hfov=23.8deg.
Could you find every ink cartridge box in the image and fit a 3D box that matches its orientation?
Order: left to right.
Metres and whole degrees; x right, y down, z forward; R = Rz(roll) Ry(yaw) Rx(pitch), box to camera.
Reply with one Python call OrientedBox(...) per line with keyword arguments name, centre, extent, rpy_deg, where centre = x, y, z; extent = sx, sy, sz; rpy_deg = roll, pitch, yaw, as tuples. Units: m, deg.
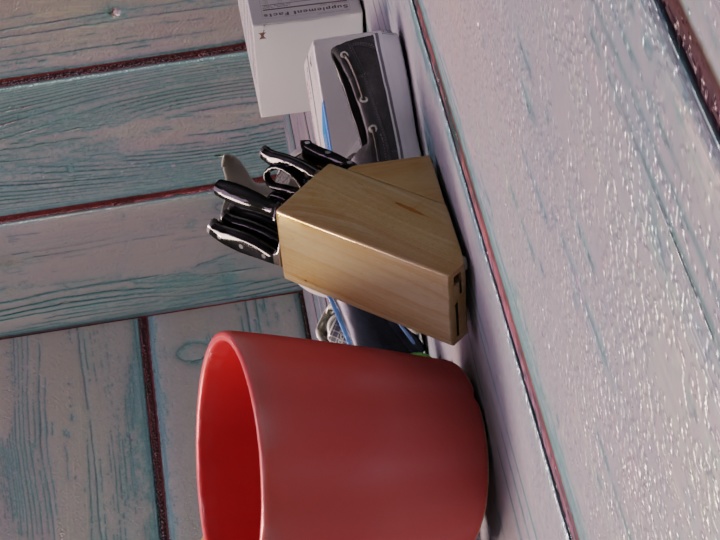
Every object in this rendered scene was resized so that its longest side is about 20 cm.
OrientedBox(name="ink cartridge box", centre=(-0.008, -0.141, 1.524), extent=(0.200, 0.066, 0.117), rpy_deg=(180, 80, -86))

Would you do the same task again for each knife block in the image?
OrientedBox(name="knife block", centre=(-0.022, -0.020, 1.233), extent=(0.201, 0.174, 0.064), rpy_deg=(-104, 6, -52))

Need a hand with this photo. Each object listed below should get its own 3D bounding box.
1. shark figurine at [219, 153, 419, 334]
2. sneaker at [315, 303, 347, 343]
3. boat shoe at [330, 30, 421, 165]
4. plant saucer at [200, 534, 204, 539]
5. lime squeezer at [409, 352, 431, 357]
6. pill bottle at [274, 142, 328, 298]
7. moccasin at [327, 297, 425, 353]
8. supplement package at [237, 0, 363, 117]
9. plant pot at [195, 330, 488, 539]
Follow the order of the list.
OrientedBox(name="shark figurine", centre=(-0.013, -0.051, 1.437), extent=(0.090, 0.214, 0.128), rpy_deg=(-58, 1, 40))
OrientedBox(name="sneaker", centre=(-0.005, 0.056, 1.661), extent=(0.200, 0.080, 0.077), rpy_deg=(-165, 94, -80))
OrientedBox(name="boat shoe", centre=(0.013, -0.089, 1.346), extent=(0.070, 0.066, 0.202), rpy_deg=(126, 135, -84))
OrientedBox(name="plant saucer", centre=(-0.085, 0.286, 1.665), extent=(0.037, 0.199, 0.202), rpy_deg=(27, 131, 51))
OrientedBox(name="lime squeezer", centre=(0.059, 0.111, 1.441), extent=(0.071, 0.038, 0.201), rpy_deg=(42, 155, 27))
OrientedBox(name="pill bottle", centre=(-0.031, -0.057, 1.691), extent=(0.200, 0.115, 0.117), rpy_deg=(-109, 11, -69))
OrientedBox(name="moccasin", centre=(0.000, 0.000, 1.545), extent=(0.201, 0.068, 0.080), rpy_deg=(65, -171, 6))
OrientedBox(name="supplement package", centre=(-0.063, -0.260, 1.718), extent=(0.201, 0.113, 0.110), rpy_deg=(-103, 7, -49))
OrientedBox(name="plant pot", centre=(-0.013, 0.139, 1.229), extent=(0.200, 0.176, 0.202), rpy_deg=(179, 90, -72))
